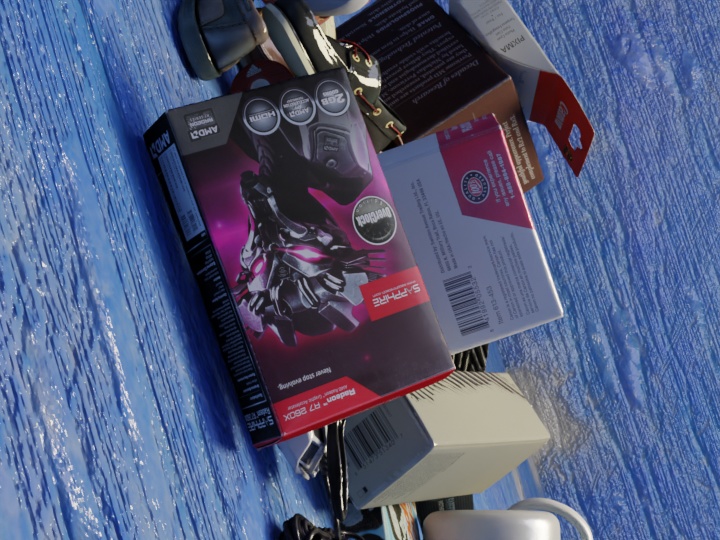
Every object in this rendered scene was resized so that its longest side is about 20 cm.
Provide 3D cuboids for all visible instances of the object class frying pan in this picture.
[{"bbox_3d":[-0.019,0.048,0.861,0.190,0.031,0.115,-91,162,-51],"label":"frying pan"}]

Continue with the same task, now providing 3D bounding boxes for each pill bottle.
[{"bbox_3d":[0.103,0.290,1.075,0.111,0.110,0.201,43,47,-73],"label":"pill bottle"}]

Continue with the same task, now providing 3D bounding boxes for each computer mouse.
[{"bbox_3d":[-0.044,0.093,0.863,0.110,0.044,0.201,15,63,-74],"label":"computer mouse"}]

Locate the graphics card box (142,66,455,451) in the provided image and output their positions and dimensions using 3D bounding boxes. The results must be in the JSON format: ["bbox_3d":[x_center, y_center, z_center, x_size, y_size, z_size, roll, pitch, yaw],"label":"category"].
[{"bbox_3d":[-0.035,-0.010,0.813,0.051,0.125,0.201,-29,-100,62],"label":"graphics card box"}]

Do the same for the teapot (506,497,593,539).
[{"bbox_3d":[0.158,0.336,1.206,0.198,0.145,0.200,-89,165,-45],"label":"teapot"}]

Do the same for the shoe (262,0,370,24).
[{"bbox_3d":[-0.036,-0.240,1.134,0.091,0.072,0.200,18,4,-45],"label":"shoe"}]

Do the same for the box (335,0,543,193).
[{"bbox_3d":[0.056,-0.155,1.419,0.200,0.164,0.166,53,-6,39],"label":"box"}]

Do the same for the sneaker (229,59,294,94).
[{"bbox_3d":[-0.037,-0.072,1.124,0.116,0.078,0.201,-3,76,-80],"label":"sneaker"}]

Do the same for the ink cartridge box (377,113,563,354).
[{"bbox_3d":[0.027,-0.009,0.990,0.084,0.199,0.145,-83,154,-77],"label":"ink cartridge box"}]

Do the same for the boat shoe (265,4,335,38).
[{"bbox_3d":[-0.050,-0.171,1.293,0.065,0.072,0.201,-12,92,-60],"label":"boat shoe"}]

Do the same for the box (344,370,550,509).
[{"bbox_3d":[0.058,0.122,1.019,0.069,0.082,0.200,57,22,21],"label":"box"}]

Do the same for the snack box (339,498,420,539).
[{"bbox_3d":[0.017,0.202,1.027,0.200,0.037,0.116,-98,167,-52],"label":"snack box"}]

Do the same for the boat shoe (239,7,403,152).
[{"bbox_3d":[-0.031,-0.160,1.211,0.200,0.072,0.076,44,51,-35],"label":"boat shoe"}]

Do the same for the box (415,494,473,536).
[{"bbox_3d":[0.052,0.135,1.225,0.158,0.051,0.201,80,-6,-58],"label":"box"}]

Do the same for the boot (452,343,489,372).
[{"bbox_3d":[0.097,0.054,1.421,0.158,0.079,0.212,106,2,-74],"label":"boot"}]

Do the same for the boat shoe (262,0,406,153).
[{"bbox_3d":[-0.020,-0.159,1.103,0.074,0.063,0.201,54,1,35],"label":"boat shoe"}]

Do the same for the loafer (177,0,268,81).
[{"bbox_3d":[-0.099,-0.208,1.055,0.200,0.063,0.072,-96,165,-55],"label":"loafer"}]

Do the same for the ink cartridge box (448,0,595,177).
[{"bbox_3d":[0.159,-0.187,1.400,0.200,0.047,0.160,58,-4,12],"label":"ink cartridge box"}]
